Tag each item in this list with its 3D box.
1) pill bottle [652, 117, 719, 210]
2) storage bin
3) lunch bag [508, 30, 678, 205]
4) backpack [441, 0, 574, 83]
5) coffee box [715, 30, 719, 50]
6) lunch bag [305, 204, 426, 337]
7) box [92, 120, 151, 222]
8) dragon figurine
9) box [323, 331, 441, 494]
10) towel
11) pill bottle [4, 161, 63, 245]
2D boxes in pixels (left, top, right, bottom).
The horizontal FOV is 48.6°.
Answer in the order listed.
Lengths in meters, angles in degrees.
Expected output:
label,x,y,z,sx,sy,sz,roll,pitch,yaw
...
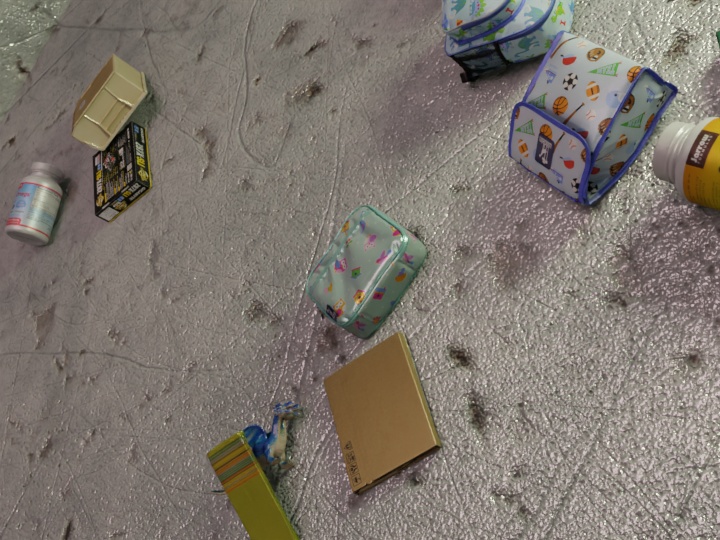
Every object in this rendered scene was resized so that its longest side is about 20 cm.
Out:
label,x,y,z,sx,sy,sz,roll,pitch,yaw
pill bottle,0.465,-0.123,0.974,0.200,0.109,0.110,28,88,44
storage bin,-0.635,-0.421,2.001,0.199,0.094,0.200,-50,30,11
lunch bag,0.314,-0.214,1.140,0.170,0.123,0.201,45,114,43
backpack,0.233,-0.427,1.287,0.199,0.147,0.184,-6,69,35
coffee box,0.569,-0.289,1.012,0.199,0.044,0.124,-20,59,32
lunch bag,0.000,0.000,1.323,0.200,0.077,0.160,-54,47,6
box,-0.583,-0.242,1.941,0.159,0.049,0.201,-35,52,26
dragon figurine,-0.169,0.297,1.336,0.200,0.059,0.100,-38,50,19
box,0.029,0.218,1.234,0.163,0.021,0.201,-35,51,22
towel,-0.173,0.362,1.279,0.086,0.018,0.201,-35,79,27
pill bottle,-0.845,-0.175,2.085,0.108,0.109,0.201,-5,67,38
